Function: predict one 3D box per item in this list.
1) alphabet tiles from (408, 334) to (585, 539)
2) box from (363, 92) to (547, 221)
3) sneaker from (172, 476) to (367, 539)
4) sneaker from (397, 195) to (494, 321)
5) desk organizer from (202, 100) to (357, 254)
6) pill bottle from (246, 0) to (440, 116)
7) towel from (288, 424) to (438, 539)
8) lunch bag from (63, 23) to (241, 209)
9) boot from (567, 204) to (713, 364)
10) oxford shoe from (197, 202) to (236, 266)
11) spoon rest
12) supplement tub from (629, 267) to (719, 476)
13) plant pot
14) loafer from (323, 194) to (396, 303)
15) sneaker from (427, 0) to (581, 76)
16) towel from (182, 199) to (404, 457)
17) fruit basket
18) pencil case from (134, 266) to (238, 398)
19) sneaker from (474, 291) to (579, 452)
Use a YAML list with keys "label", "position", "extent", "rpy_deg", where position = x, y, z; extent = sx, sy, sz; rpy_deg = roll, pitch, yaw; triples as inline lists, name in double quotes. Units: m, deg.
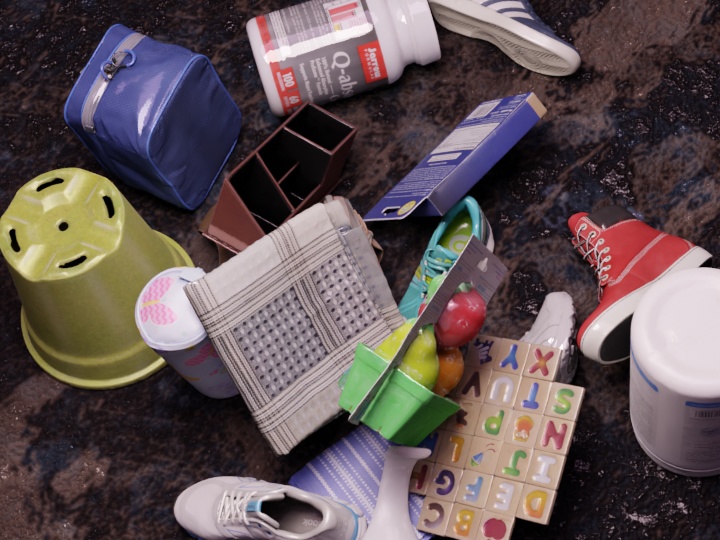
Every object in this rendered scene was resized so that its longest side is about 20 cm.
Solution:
- label: "alphabet tiles"
  position: [0.123, 0.162, 1.509]
  extent: [0.166, 0.006, 0.200]
  rpy_deg: [9, 76, 34]
- label: "box"
  position: [0.098, -0.110, 1.679]
  extent: [0.200, 0.121, 0.032]
  rpy_deg: [-43, 105, -16]
- label: "sneaker"
  position: [-0.098, 0.229, 1.520]
  extent: [0.200, 0.087, 0.075]
  rpy_deg: [1, 70, 23]
- label: "sneaker"
  position: [0.079, 0.011, 1.630]
  extent: [0.077, 0.080, 0.200]
  rpy_deg: [14, 65, 16]
- label: "desk organizer"
  position: [-0.080, -0.095, 1.658]
  extent: [0.072, 0.077, 0.200]
  rpy_deg: [29, 38, 8]
- label: "pill bottle"
  position: [-0.019, -0.254, 1.773]
  extent: [0.200, 0.116, 0.116]
  rpy_deg: [-17, 60, 0]
- label: "towel"
  position: [0.045, 0.204, 1.564]
  extent: [0.200, 0.024, 0.145]
  rpy_deg: [-34, 60, -13]
- label: "lunch bag"
  position: [-0.233, -0.170, 1.713]
  extent: [0.132, 0.200, 0.136]
  rpy_deg: [21, 71, 22]
- label: "boot"
  position: [0.244, 0.007, 1.591]
  extent: [0.144, 0.072, 0.200]
  rpy_deg: [33, 46, 25]
- label: "oxford shoe"
  position: [-0.101, 0.002, 1.678]
  extent: [0.084, 0.073, 0.200]
  rpy_deg: [-45, 59, 0]
- label: "spoon rest"
  position: [0.033, 0.265, 1.487]
  extent: [0.099, 0.061, 0.200]
  rpy_deg: [7, 86, -11]
- label: "supplement tub"
  position: [0.317, 0.098, 1.473]
  extent: [0.132, 0.200, 0.132]
  rpy_deg: [-4, 61, 7]
- label: "plant pot"
  position: [-0.283, -0.005, 1.636]
  extent: [0.200, 0.184, 0.201]
  rpy_deg: [-4, 60, 7]
- label: "loafer"
  position: [0.000, 0.000, 1.652]
  extent: [0.063, 0.072, 0.200]
  rpy_deg: [-3, 47, -9]
- label: "sneaker"
  position: [0.176, -0.292, 1.786]
  extent: [0.200, 0.075, 0.085]
  rpy_deg: [31, 74, 23]
- label: "towel"
  position: [-0.047, 0.050, 1.510]
  extent: [0.200, 0.035, 0.193]
  rpy_deg: [-33, 100, -32]
- label: "fruit basket"
  position: [0.062, 0.063, 1.472]
  extent: [0.094, 0.185, 0.200]
  rpy_deg: [27, 89, 18]
- label: "pencil case"
  position: [-0.157, 0.064, 1.571]
  extent: [0.083, 0.200, 0.091]
  rpy_deg: [39, 83, 20]
- label: "sneaker"
  position: [0.159, 0.100, 1.564]
  extent: [0.099, 0.078, 0.200]
  rpy_deg: [8, 54, 17]
